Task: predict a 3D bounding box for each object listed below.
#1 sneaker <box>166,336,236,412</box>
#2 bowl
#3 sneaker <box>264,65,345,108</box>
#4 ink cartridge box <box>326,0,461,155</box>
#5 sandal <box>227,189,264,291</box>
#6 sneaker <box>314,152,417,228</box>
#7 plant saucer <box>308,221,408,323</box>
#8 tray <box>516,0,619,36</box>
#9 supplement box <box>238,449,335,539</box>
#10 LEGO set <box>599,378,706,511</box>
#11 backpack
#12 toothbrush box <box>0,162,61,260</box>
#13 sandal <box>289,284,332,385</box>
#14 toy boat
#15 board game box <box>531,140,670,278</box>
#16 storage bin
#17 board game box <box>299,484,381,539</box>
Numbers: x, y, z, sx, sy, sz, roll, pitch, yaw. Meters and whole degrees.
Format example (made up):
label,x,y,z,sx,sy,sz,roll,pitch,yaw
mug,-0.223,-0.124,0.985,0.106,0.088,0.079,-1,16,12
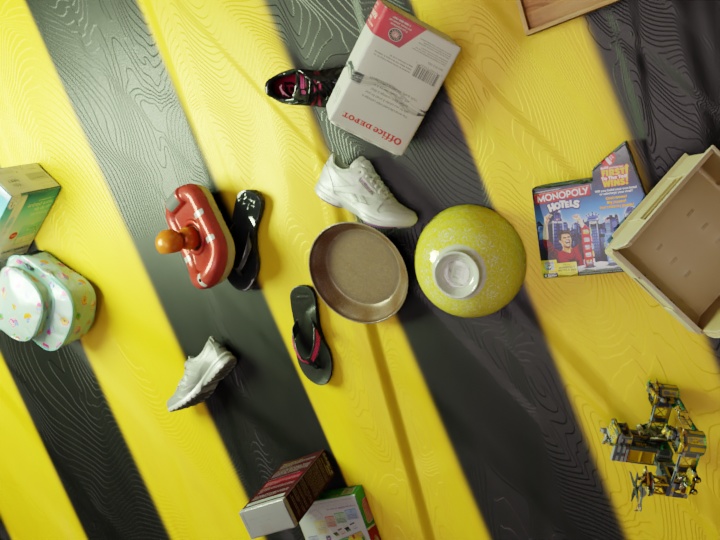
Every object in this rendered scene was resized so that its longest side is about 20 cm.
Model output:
label,x,y,z,sx,sy,sz,roll,pitch,yaw
sneaker,-0.338,0.218,1.590,0.200,0.075,0.082,-44,71,19
bowl,0.176,-0.005,1.302,0.197,0.108,0.203,5,105,20
sneaker,-0.078,-0.316,1.334,0.197,0.084,0.078,-2,104,22
ink cartridge box,0.049,-0.314,1.254,0.143,0.085,0.201,22,113,-19
sandal,-0.233,-0.057,1.483,0.075,0.043,0.203,13,108,18
sneaker,0.014,-0.140,1.348,0.198,0.075,0.101,26,111,13
plant saucer,0.000,0.000,1.397,0.198,0.037,0.203,11,118,22
tray,0.337,-0.443,1.168,0.198,0.037,0.100,-15,97,23
supplement box,-0.138,0.431,1.484,0.108,0.200,0.061,-23,96,25
LEGO set,0.454,0.268,1.220,0.114,0.201,0.156,6,121,2
backpack,-0.676,0.071,1.633,0.198,0.153,0.177,27,106,6
toothbrush box,-0.747,-0.119,1.612,0.085,0.146,0.200,43,113,6
sandal,-0.104,0.130,1.479,0.074,0.045,0.203,-7,101,22
toy boat,-0.329,-0.058,1.452,0.130,0.130,0.202,-34,80,45
board game box,0.382,-0.098,1.223,0.197,0.062,0.203,-5,101,22
storage bin,0.503,-0.039,1.127,0.200,0.094,0.199,41,94,-4
board game box,-0.037,0.549,1.562,0.151,0.040,0.202,-16,97,24
